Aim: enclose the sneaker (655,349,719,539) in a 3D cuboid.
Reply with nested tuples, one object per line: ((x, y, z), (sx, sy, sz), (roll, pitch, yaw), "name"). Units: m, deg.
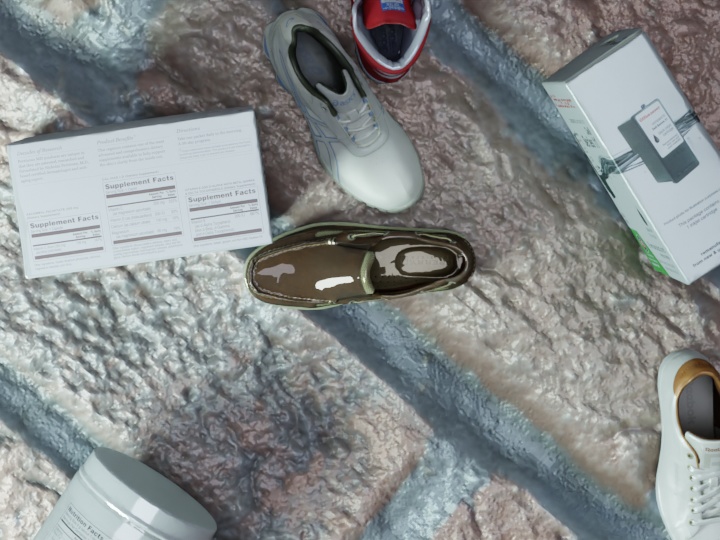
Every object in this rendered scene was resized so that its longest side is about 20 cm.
((0.298, 0.174, 1.669), (0.072, 0.085, 0.201), (-11, 97, -4), "sneaker")

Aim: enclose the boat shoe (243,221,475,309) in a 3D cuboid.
((-0.001, -0.006, 1.637), (0.201, 0.075, 0.075), (-8, 96, -3), "boat shoe")

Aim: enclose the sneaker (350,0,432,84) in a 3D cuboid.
((0.014, -0.257, 1.596), (0.071, 0.112, 0.201), (-12, 96, -3), "sneaker")

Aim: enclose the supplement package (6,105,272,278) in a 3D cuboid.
((-0.178, -0.068, 1.580), (0.199, 0.156, 0.111), (-8, 97, -3), "supplement package")

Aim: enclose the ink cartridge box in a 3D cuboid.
((0.244, -0.098, 1.610), (0.083, 0.147, 0.200), (-32, 95, 1), "ink cartridge box")

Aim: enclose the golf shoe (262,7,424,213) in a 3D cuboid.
((-0.014, -0.130, 1.615), (0.078, 0.097, 0.200), (-37, 98, -1), "golf shoe")

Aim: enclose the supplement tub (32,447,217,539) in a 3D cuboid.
((-0.227, 0.267, 1.621), (0.132, 0.132, 0.200), (33, 92, -6), "supplement tub")
